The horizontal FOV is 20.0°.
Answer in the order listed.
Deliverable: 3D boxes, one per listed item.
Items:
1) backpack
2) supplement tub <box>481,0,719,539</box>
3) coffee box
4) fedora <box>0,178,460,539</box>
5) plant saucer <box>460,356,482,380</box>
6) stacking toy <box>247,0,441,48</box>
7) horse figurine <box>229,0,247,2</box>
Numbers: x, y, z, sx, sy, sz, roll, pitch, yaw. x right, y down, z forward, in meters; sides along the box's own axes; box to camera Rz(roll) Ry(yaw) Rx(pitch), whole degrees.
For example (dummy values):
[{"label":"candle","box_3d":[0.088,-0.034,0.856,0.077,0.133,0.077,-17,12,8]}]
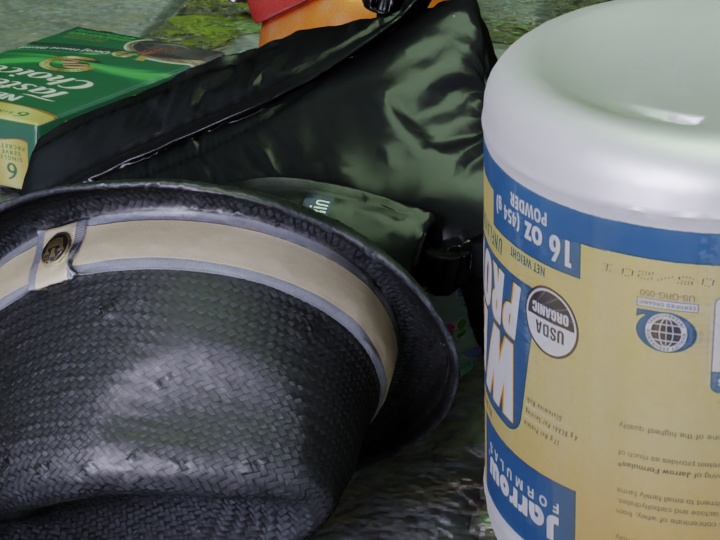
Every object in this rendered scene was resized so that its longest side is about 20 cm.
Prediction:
[{"label":"backpack","box_3d":[-0.032,-0.011,0.800,0.198,0.127,0.168,-16,47,8]},{"label":"supplement tub","box_3d":[0.110,0.027,0.654,0.143,0.202,0.145,-2,26,1]},{"label":"coffee box","box_3d":[-0.180,-0.099,1.219,0.122,0.044,0.200,12,23,27]},{"label":"fedora","box_3d":[-0.067,0.056,0.702,0.198,0.201,0.092,4,54,8]},{"label":"plant saucer","box_3d":[0.000,0.000,0.959,0.198,0.049,0.200,9,22,22]},{"label":"stacking toy","box_3d":[-0.027,-0.207,1.253,0.145,0.202,0.146,-23,8,3]},{"label":"horse figurine","box_3d":[0.015,-0.222,1.534,0.199,0.050,0.132,-22,12,-30]}]
